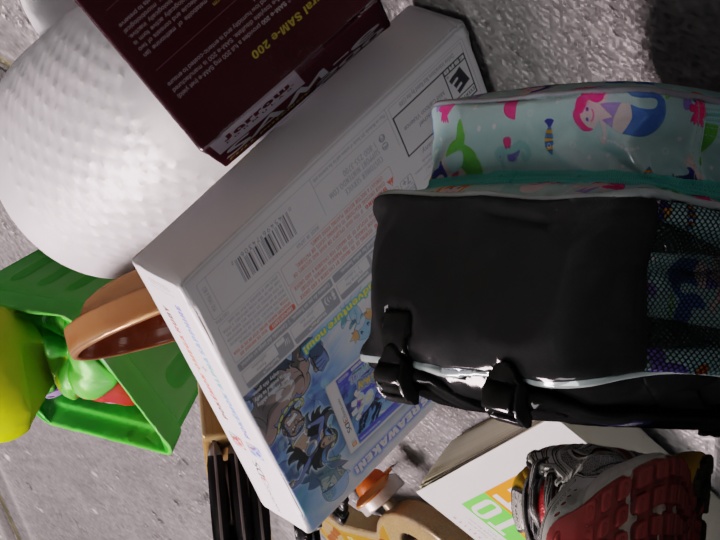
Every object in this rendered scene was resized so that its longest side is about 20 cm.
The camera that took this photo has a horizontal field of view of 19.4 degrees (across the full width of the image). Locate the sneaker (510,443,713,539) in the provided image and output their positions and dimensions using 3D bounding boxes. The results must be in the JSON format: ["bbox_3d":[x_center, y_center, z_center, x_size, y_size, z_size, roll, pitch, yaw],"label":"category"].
[{"bbox_3d":[0.099,0.112,0.890,0.082,0.078,0.200,5,177,15],"label":"sneaker"}]

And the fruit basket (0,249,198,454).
[{"bbox_3d":[-0.232,0.074,1.510,0.215,0.216,0.156,6,137,53],"label":"fruit basket"}]

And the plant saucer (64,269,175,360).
[{"bbox_3d":[-0.071,0.005,1.186,0.200,0.199,0.032,-28,79,64],"label":"plant saucer"}]

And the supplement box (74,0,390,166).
[{"bbox_3d":[-0.090,-0.160,0.986,0.200,0.109,0.061,51,-177,9],"label":"supplement box"}]

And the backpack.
[{"bbox_3d":[0.119,0.000,0.889,0.199,0.151,0.177,13,174,-35],"label":"backpack"}]

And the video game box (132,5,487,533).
[{"bbox_3d":[0.000,0.000,1.047,0.047,0.200,0.183,23,148,44],"label":"video game box"}]

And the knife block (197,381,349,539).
[{"bbox_3d":[-0.080,0.090,1.335,0.200,0.176,0.064,35,153,18],"label":"knife block"}]

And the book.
[{"bbox_3d":[0.131,0.138,1.260,0.133,0.048,0.200,41,154,-4],"label":"book"}]

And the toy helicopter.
[{"bbox_3d":[0.020,0.183,1.455,0.133,0.079,0.200,55,157,-22],"label":"toy helicopter"}]

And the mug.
[{"bbox_3d":[-0.115,-0.108,1.121,0.201,0.147,0.175,57,147,-6],"label":"mug"}]
